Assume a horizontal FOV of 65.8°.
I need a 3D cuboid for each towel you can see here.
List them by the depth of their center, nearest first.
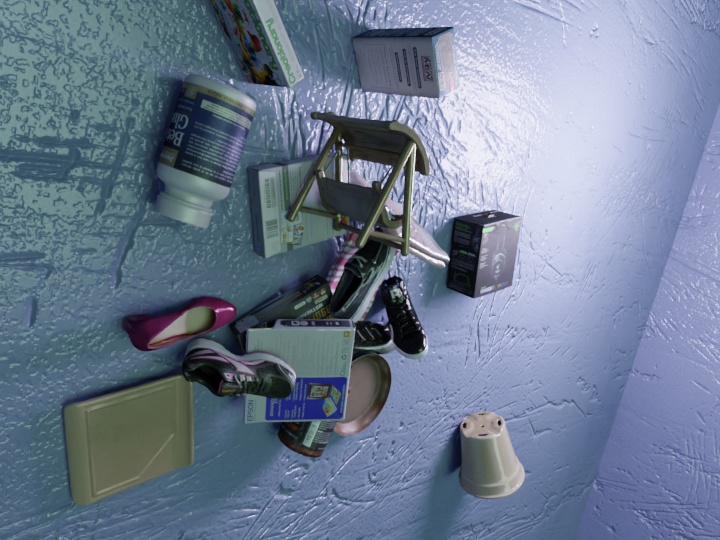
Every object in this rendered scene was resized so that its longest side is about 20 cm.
[{"bbox_3d":[0.073,-0.098,1.092,0.032,0.201,0.190,-48,139,16],"label":"towel"},{"bbox_3d":[-0.008,0.022,1.152,0.145,0.030,0.202,11,111,-44],"label":"towel"}]

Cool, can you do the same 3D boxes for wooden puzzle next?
[{"bbox_3d":[-0.379,0.275,0.926,0.198,0.037,0.188,-9,113,-36],"label":"wooden puzzle"}]

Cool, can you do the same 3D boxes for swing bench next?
[{"bbox_3d":[0.000,-0.152,0.941,0.129,0.198,0.203,7,101,-45],"label":"swing bench"}]

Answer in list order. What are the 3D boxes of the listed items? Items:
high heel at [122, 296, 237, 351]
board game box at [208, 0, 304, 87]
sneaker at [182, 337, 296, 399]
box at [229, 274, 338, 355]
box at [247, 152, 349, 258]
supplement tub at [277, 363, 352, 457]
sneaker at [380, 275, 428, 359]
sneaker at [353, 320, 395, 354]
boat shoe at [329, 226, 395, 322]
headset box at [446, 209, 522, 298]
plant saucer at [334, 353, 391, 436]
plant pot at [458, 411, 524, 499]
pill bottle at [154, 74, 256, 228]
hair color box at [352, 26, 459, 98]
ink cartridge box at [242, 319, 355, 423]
[{"bbox_3d":[-0.275,0.089,0.903,0.198,0.095,0.068,1,106,-43],"label":"high heel"},{"bbox_3d":[-0.164,-0.367,0.805,0.035,0.125,0.202,-42,130,-23],"label":"board game box"},{"bbox_3d":[-0.211,0.186,0.944,0.197,0.087,0.081,14,111,-6],"label":"sneaker"},{"bbox_3d":[-0.132,0.125,1.068,0.198,0.048,0.160,-29,124,-22],"label":"box"},{"bbox_3d":[-0.106,-0.124,1.019,0.198,0.041,0.158,-20,119,-37],"label":"box"},{"bbox_3d":[-0.087,0.270,1.148,0.106,0.106,0.203,25,88,-46],"label":"supplement tub"},{"bbox_3d":[0.083,0.089,1.186,0.072,0.201,0.113,-20,126,-2],"label":"sneaker"},{"bbox_3d":[0.039,0.158,1.243,0.198,0.074,0.080,-1,132,-45],"label":"sneaker"},{"bbox_3d":[0.000,0.000,1.058,0.068,0.071,0.202,30,88,-48],"label":"boat shoe"},{"bbox_3d":[0.316,-0.053,1.412,0.172,0.092,0.203,-12,114,-41],"label":"headset box"},{"bbox_3d":[-0.007,0.281,1.281,0.198,0.032,0.203,-19,119,-37],"label":"plant saucer"},{"bbox_3d":[0.375,0.532,1.651,0.199,0.199,0.186,-25,111,-34],"label":"plant pot"},{"bbox_3d":[-0.235,-0.172,0.826,0.110,0.110,0.203,15,95,-45],"label":"pill bottle"},{"bbox_3d":[0.078,-0.368,0.982,0.060,0.199,0.101,-33,127,-29],"label":"hair color box"},{"bbox_3d":[-0.117,0.187,1.033,0.197,0.043,0.201,2,110,-15],"label":"ink cartridge box"}]
